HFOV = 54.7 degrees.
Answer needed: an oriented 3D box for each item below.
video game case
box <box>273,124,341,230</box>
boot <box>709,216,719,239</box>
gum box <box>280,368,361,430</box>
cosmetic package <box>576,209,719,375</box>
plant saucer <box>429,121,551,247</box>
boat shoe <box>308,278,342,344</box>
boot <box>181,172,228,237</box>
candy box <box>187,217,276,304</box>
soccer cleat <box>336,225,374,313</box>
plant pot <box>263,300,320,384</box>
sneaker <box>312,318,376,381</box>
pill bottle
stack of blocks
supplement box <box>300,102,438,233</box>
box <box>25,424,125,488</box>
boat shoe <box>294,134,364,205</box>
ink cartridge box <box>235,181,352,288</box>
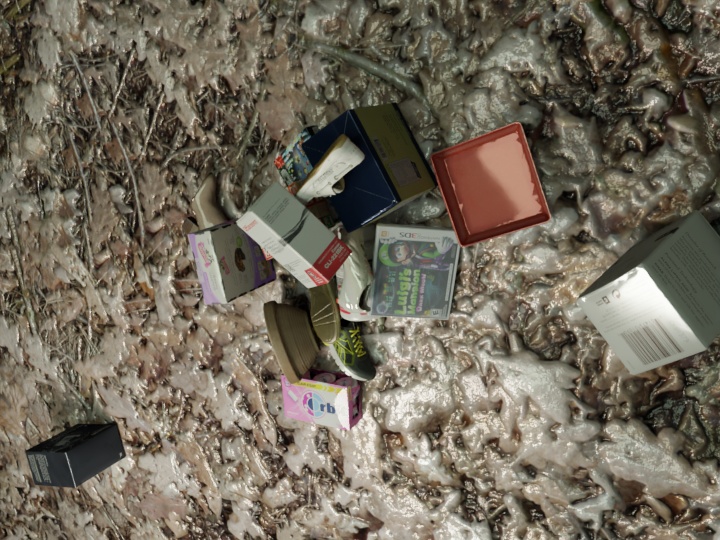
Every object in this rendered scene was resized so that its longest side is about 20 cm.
[{"bbox_3d":[0.112,0.005,1.461,0.180,0.023,0.202,3,110,-8],"label":"video game case"},{"bbox_3d":[-0.093,-0.187,1.485,0.137,0.040,0.201,-36,81,44],"label":"box"},{"bbox_3d":[0.698,-0.048,1.139,0.210,0.079,0.159,-25,92,33],"label":"boot"},{"bbox_3d":[-0.090,0.308,1.694,0.198,0.066,0.115,6,109,27],"label":"gum box"},{"bbox_3d":[0.512,0.038,1.172,0.166,0.199,0.165,53,147,4],"label":"cosmetic package"},{"bbox_3d":[0.258,-0.167,1.376,0.199,0.037,0.201,-16,96,33],"label":"plant saucer"},{"bbox_3d":[-0.078,0.066,1.587,0.073,0.063,0.202,-26,75,33],"label":"boat shoe"},{"bbox_3d":[-0.356,-0.121,1.723,0.146,0.070,0.201,36,120,8],"label":"boot"},{"bbox_3d":[-0.296,-0.029,1.631,0.071,0.200,0.170,-5,102,30],"label":"candy box"},{"bbox_3d":[-0.005,-0.009,1.428,0.077,0.069,0.202,13,112,29],"label":"soccer cleat"},{"bbox_3d":[-0.153,0.156,1.637,0.092,0.201,0.203,-20,95,0],"label":"plant pot"},{"bbox_3d":[-0.029,0.167,1.613,0.200,0.074,0.085,47,121,9],"label":"sneaker"},{"bbox_3d":[0.000,0.000,1.526,0.110,0.111,0.202,2,106,29],"label":"pill bottle"},{"bbox_3d":[-0.153,-0.110,1.503,0.199,0.058,0.116,-24,91,47],"label":"stack of blocks"},{"bbox_3d":[0.024,-0.211,1.397,0.134,0.199,0.201,-28,90,34],"label":"supplement box"},{"bbox_3d":[-0.869,0.562,2.130,0.198,0.196,0.119,-7,100,30],"label":"box"},{"bbox_3d":[-0.062,-0.167,1.299,0.069,0.071,0.200,35,139,-13],"label":"boat shoe"},{"bbox_3d":[-0.132,-0.065,1.352,0.200,0.084,0.144,42,162,-12],"label":"ink cartridge box"}]
